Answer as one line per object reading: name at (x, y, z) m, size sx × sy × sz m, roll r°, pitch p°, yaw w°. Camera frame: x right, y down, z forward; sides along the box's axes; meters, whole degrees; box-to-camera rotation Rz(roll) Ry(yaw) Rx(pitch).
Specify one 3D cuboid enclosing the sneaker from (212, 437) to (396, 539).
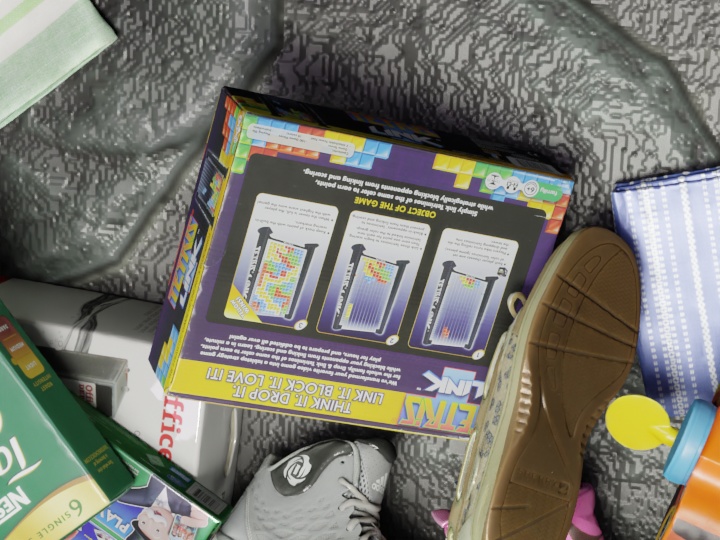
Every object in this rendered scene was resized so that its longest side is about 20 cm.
sneaker at (0.007, 0.154, 1.136) m, size 0.200 × 0.075 × 0.116 m, roll 21°, pitch 75°, yaw 30°

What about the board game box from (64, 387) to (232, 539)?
board game box at (-0.192, 0.133, 1.149) m, size 0.200 × 0.029 × 0.135 m, roll 36°, pitch 107°, yaw 4°

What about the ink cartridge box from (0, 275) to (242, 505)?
ink cartridge box at (-0.178, 0.090, 1.197) m, size 0.200 × 0.083 × 0.147 m, roll 9°, pitch 103°, yaw 11°

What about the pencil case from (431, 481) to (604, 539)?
pencil case at (0.103, 0.220, 1.164) m, size 0.094 × 0.091 × 0.200 m, roll -14°, pitch 98°, yaw -21°

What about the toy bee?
toy bee at (0.184, 0.118, 1.084) m, size 0.131 × 0.200 × 0.109 m, roll 42°, pitch 149°, yaw 17°

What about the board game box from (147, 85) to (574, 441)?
board game box at (0.000, 0.000, 1.107) m, size 0.200 × 0.057 × 0.165 m, roll 11°, pitch 108°, yaw -22°

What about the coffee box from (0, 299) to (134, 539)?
coffee box at (-0.232, 0.077, 1.110) m, size 0.123 × 0.044 × 0.200 m, roll -35°, pitch 91°, yaw 17°

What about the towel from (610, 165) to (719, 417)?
towel at (0.249, 0.003, 1.121) m, size 0.200 × 0.024 × 0.145 m, roll -9°, pitch 103°, yaw 15°

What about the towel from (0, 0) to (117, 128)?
towel at (-0.262, -0.175, 1.188) m, size 0.153 × 0.023 × 0.200 m, roll -35°, pitch 93°, yaw 16°

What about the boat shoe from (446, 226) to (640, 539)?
boat shoe at (0.095, 0.069, 1.093) m, size 0.073 × 0.063 × 0.200 m, roll 30°, pitch 74°, yaw -27°
